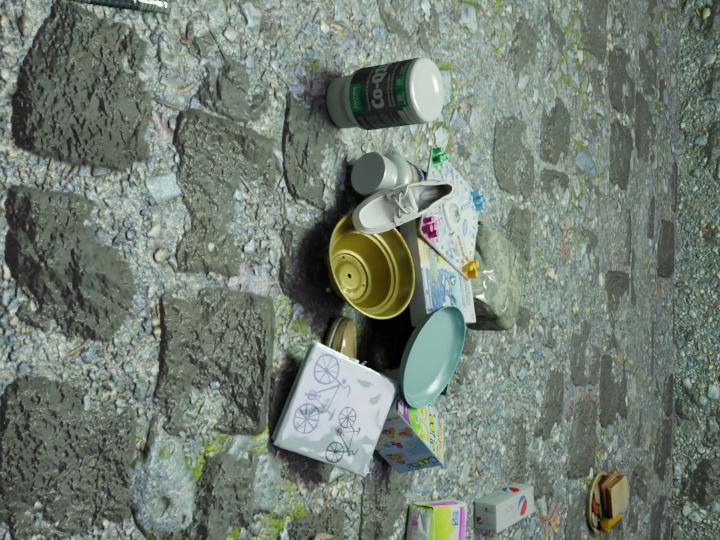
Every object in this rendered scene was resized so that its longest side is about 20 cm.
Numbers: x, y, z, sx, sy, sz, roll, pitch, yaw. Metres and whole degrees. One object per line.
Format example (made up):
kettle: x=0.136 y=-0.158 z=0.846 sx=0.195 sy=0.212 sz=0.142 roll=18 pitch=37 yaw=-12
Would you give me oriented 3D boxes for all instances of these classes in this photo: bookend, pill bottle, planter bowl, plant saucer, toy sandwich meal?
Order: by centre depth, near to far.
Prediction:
pill bottle: x=0.042 y=-0.314 z=1.497 sx=0.112 sy=0.198 sz=0.115 roll=1 pitch=89 yaw=-52
planter bowl: x=0.000 y=0.000 z=1.517 sx=0.198 sy=0.083 sz=0.204 roll=16 pitch=64 yaw=-35
plant saucer: x=0.130 y=0.157 z=1.539 sx=0.199 sy=0.027 sz=0.203 roll=-30 pitch=131 yaw=-42
pill bottle: x=0.072 y=-0.159 z=1.609 sx=0.199 sy=0.110 sz=0.113 roll=20 pitch=74 yaw=-51
bookend: x=0.099 y=0.133 z=1.660 sx=0.198 sy=0.091 sz=0.203 roll=20 pitch=75 yaw=-49
toy sandwich meal: x=0.757 y=0.710 z=2.534 sx=0.204 sy=0.069 sz=0.209 roll=0 pitch=90 yaw=-52

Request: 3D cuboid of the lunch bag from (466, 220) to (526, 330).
lunch bag: x=0.271 y=0.013 z=1.845 sx=0.168 sy=0.138 sz=0.203 roll=43 pitch=57 yaw=-44

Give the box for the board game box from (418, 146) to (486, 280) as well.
board game box: x=0.188 y=-0.113 z=1.642 sx=0.200 sy=0.026 sz=0.203 roll=40 pitch=51 yaw=-43

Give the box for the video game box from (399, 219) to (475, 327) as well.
video game box: x=0.154 y=0.008 z=1.624 sx=0.181 sy=0.046 sz=0.204 roll=3 pitch=78 yaw=-55

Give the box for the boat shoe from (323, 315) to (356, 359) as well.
boat shoe: x=-0.026 y=0.184 z=1.509 sx=0.071 sy=0.075 sz=0.204 roll=18 pitch=75 yaw=-51

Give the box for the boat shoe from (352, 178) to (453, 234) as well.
boat shoe: x=0.079 y=-0.123 z=1.493 sx=0.198 sy=0.069 sz=0.072 roll=-24 pitch=94 yaw=-19

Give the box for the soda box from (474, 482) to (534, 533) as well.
soda box: x=0.351 y=0.574 z=2.012 sx=0.199 sy=0.063 sz=0.069 roll=-2 pitch=92 yaw=-53

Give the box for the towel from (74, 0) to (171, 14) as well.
towel: x=-0.348 y=-0.464 z=1.135 sx=0.191 sy=0.034 sz=0.204 roll=-11 pitch=100 yaw=-49

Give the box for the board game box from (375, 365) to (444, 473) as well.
board game box: x=0.076 y=0.291 z=1.601 sx=0.201 sy=0.104 sz=0.104 roll=53 pitch=31 yaw=-38

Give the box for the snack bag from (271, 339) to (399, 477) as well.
snack bag: x=-0.037 y=0.244 z=1.452 sx=0.198 sy=0.021 sz=0.191 roll=25 pitch=81 yaw=-24

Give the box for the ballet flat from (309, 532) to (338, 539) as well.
ballet flat: x=-0.025 y=0.554 z=1.515 sx=0.069 sy=0.070 sz=0.202 roll=-51 pitch=128 yaw=-38

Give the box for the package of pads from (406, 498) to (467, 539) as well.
package of pads: x=0.158 y=0.593 z=1.755 sx=0.154 sy=0.067 sz=0.204 roll=16 pitch=77 yaw=-52
